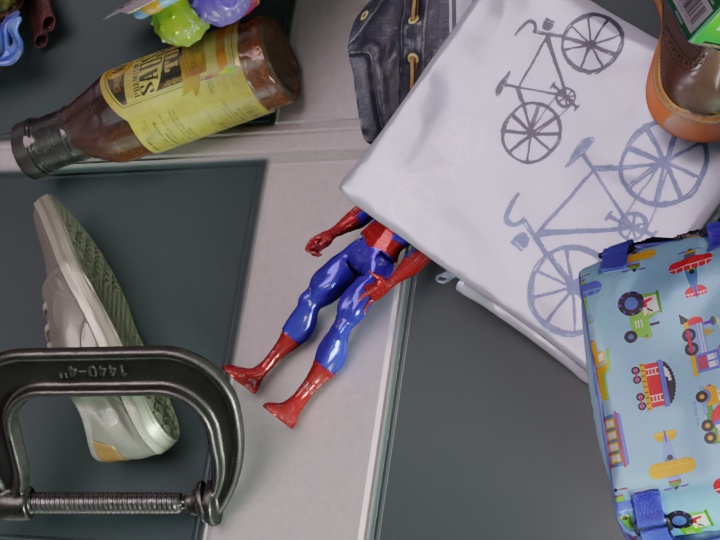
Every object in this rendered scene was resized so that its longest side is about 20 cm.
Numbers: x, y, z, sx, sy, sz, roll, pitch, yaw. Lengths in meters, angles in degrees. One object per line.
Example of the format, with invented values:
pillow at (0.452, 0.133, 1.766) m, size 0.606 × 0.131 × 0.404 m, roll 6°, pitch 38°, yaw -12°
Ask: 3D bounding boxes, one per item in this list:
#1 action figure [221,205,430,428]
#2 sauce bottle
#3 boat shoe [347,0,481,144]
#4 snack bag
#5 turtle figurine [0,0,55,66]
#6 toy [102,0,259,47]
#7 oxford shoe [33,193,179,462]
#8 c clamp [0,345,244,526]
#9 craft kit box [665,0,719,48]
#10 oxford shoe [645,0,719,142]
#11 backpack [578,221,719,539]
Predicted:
action figure at (0.000, 0.000, 1.126) m, size 0.200 × 0.052 × 0.065 m, roll -50°, pitch 53°, yaw -2°
sauce bottle at (-0.138, -0.108, 1.229) m, size 0.199 × 0.066 × 0.066 m, roll -19°, pitch 62°, yaw 18°
boat shoe at (0.039, -0.175, 1.161) m, size 0.091 × 0.071 × 0.201 m, roll -8°, pitch 68°, yaw 20°
snack bag at (0.109, -0.063, 1.079) m, size 0.200 × 0.021 × 0.189 m, roll 35°, pitch 89°, yaw 15°
turtle figurine at (-0.308, -0.241, 1.326) m, size 0.199 × 0.144 × 0.195 m, roll 6°, pitch 69°, yaw 25°
toy at (-0.100, -0.175, 1.190) m, size 0.115 × 0.047 × 0.200 m, roll -31°, pitch 15°, yaw -7°
oxford shoe at (-0.176, 0.037, 1.184) m, size 0.058 × 0.075 × 0.200 m, roll -30°, pitch 64°, yaw 10°
c clamp at (-0.158, 0.119, 1.130) m, size 0.199 × 0.027 × 0.171 m, roll -7°, pitch 111°, yaw 16°
craft kit box at (0.217, -0.195, 1.010) m, size 0.049 × 0.197 × 0.200 m, roll -47°, pitch 52°, yaw 36°
oxford shoe at (0.201, -0.168, 1.053) m, size 0.071 × 0.073 × 0.200 m, roll 7°, pitch 53°, yaw -3°
backpack at (0.225, 0.058, 0.934) m, size 0.199 × 0.135 × 0.183 m, roll -10°, pitch 67°, yaw 20°
